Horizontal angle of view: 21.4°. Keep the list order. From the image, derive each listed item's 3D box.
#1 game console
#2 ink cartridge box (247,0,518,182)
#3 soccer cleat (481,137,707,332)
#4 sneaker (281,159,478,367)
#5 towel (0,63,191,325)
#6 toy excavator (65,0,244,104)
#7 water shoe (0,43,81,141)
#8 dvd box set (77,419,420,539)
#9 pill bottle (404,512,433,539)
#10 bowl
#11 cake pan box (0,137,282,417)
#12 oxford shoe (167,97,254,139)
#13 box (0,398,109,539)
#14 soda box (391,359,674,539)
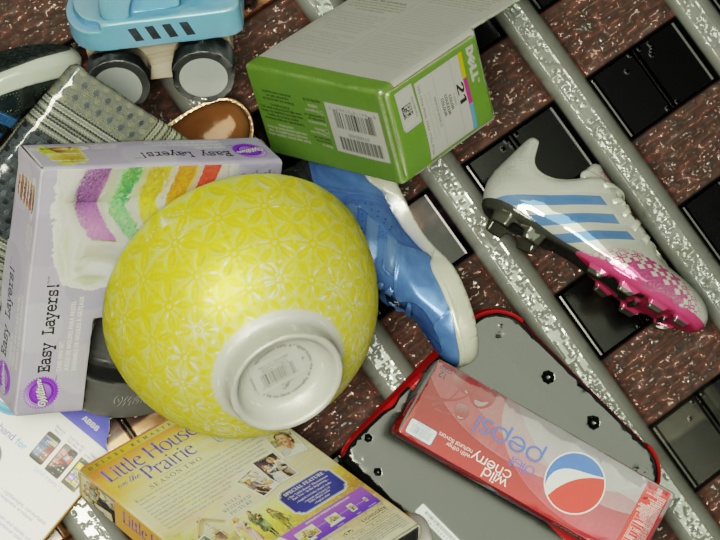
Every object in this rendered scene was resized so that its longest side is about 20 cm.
[{"bbox_3d":[0.111,0.147,1.443,0.200,0.031,0.177,45,83,1],"label":"game console"},{"bbox_3d":[0.041,-0.156,1.414,0.200,0.148,0.076,-36,125,-32],"label":"ink cartridge box"},{"bbox_3d":[0.190,-0.029,1.457,0.200,0.070,0.086,31,79,-2],"label":"soccer cleat"},{"bbox_3d":[0.000,0.000,1.416,0.111,0.077,0.200,-25,76,-16],"label":"sneaker"},{"bbox_3d":[-0.191,-0.027,1.355,0.200,0.035,0.193,35,94,-38],"label":"towel"},{"bbox_3d":[-0.123,-0.228,1.358,0.194,0.200,0.100,-7,43,4],"label":"toy excavator"},{"bbox_3d":[-0.293,-0.103,1.415,0.200,0.071,0.079,-26,113,-12],"label":"water shoe"},{"bbox_3d":[-0.079,0.167,1.328,0.200,0.029,0.146,32,45,33],"label":"dvd box set"},{"bbox_3d":[-0.049,0.232,1.362,0.200,0.110,0.110,-2,81,-8],"label":"pill bottle"},{"bbox_3d":[-0.068,0.046,1.297,0.200,0.108,0.200,-12,127,-17],"label":"bowl"},{"bbox_3d":[-0.158,0.006,1.339,0.184,0.052,0.200,-1,116,-28],"label":"cake pan box"},{"bbox_3d":[-0.153,-0.058,1.416,0.071,0.071,0.200,45,77,2],"label":"oxford shoe"},{"bbox_3d":[-0.273,0.158,1.381,0.119,0.041,0.200,40,76,0],"label":"box"},{"bbox_3d":[0.124,0.141,1.394,0.200,0.070,0.063,30,83,0],"label":"soda box"}]
